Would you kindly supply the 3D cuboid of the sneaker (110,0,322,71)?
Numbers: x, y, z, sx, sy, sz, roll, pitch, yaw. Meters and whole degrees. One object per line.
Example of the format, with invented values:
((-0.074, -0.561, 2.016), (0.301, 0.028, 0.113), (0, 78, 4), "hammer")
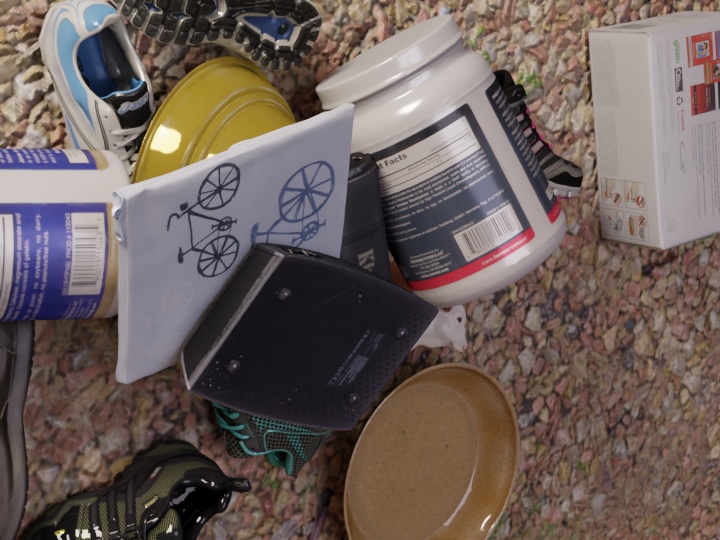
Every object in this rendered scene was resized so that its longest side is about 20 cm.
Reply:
((-0.126, -0.209, 1.361), (0.199, 0.089, 0.079), (20, 104, -43), "sneaker")

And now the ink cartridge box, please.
((0.308, -0.137, 1.706), (0.175, 0.084, 0.202), (-14, 106, -35), "ink cartridge box")

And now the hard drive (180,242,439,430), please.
((-0.039, 0.048, 1.350), (0.199, 0.042, 0.135), (19, 110, -52), "hard drive")

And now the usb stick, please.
((0.000, 0.000, 1.417), (0.055, 0.033, 0.201), (-30, 130, -28), "usb stick")

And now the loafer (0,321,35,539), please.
((-0.282, 0.116, 1.305), (0.071, 0.073, 0.202), (6, 84, -34), "loafer")

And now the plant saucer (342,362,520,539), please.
((0.054, 0.173, 1.580), (0.199, 0.035, 0.202), (-13, 111, -36), "plant saucer")

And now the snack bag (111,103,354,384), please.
((-0.092, -0.016, 1.285), (0.199, 0.021, 0.190), (-24, 141, -28), "snack bag")

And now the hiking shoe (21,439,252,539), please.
((-0.178, 0.202, 1.372), (0.200, 0.100, 0.076), (-40, 118, -26), "hiking shoe")

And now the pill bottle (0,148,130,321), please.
((-0.264, -0.024, 1.253), (0.198, 0.120, 0.121), (-1, 97, -24), "pill bottle")

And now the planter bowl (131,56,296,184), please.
((-0.083, -0.055, 1.373), (0.200, 0.083, 0.202), (-34, 132, -49), "planter bowl")

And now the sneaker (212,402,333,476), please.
((-0.086, 0.105, 1.442), (0.200, 0.077, 0.092), (36, 86, -43), "sneaker")

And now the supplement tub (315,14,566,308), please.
((0.064, -0.085, 1.442), (0.140, 0.140, 0.201), (-35, 104, -28), "supplement tub")

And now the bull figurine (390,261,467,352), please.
((0.005, 0.033, 1.511), (0.200, 0.065, 0.122), (40, 75, -35), "bull figurine")

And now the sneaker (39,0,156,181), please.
((-0.176, -0.102, 1.331), (0.072, 0.072, 0.201), (-34, 120, -30), "sneaker")

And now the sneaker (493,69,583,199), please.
((0.126, -0.125, 1.574), (0.199, 0.074, 0.088), (22, 89, -33), "sneaker")
